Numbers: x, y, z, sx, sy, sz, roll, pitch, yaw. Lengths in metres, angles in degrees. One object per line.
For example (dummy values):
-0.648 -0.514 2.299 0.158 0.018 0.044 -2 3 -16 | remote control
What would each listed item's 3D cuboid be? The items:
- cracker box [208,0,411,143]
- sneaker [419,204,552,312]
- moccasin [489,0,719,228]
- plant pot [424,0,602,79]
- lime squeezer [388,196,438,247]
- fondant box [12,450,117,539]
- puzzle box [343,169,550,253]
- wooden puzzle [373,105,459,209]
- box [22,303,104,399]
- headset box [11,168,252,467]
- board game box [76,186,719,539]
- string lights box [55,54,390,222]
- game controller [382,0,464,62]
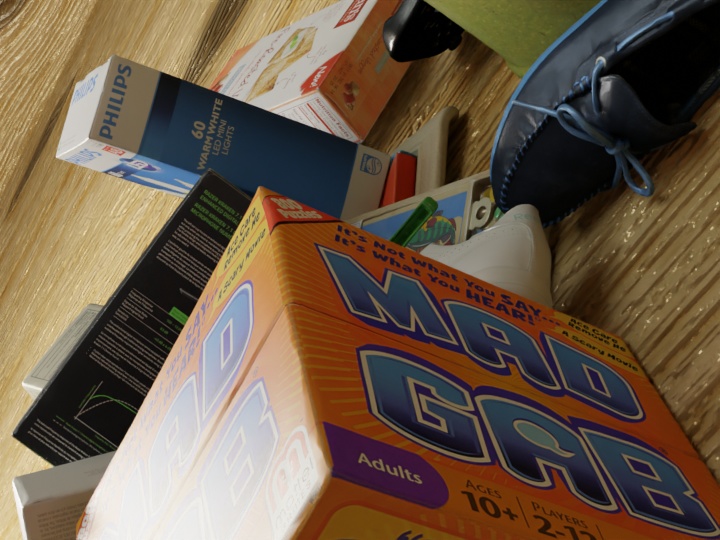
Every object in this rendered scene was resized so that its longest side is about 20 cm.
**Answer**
-0.053 -0.141 1.018 0.200 0.058 0.134 -13 37 45 | cracker box
0.027 0.031 0.699 0.200 0.075 0.089 -29 37 37 | sneaker
0.130 -0.091 0.627 0.200 0.080 0.068 -55 30 32 | moccasin
0.083 -0.208 0.703 0.200 0.184 0.201 -49 29 39 | plant pot
-0.016 0.021 0.760 0.200 0.071 0.038 -47 72 23 | lime squeezer
-0.093 0.192 0.690 0.058 0.144 0.201 -167 66 -68 | fondant box
0.032 0.019 0.773 0.200 0.025 0.134 -17 58 51 | puzzle box
0.000 0.000 0.903 0.185 0.037 0.201 -36 38 54 | wooden puzzle
-0.154 0.092 0.986 0.200 0.078 0.095 9 51 42 | box
-0.109 0.041 0.800 0.200 0.093 0.174 -55 4 -8 | headset box
0.012 0.125 0.537 0.200 0.199 0.200 -59 24 21 | board game box
-0.093 -0.078 0.874 0.103 0.199 0.059 -5 69 66 | string lights box
0.084 -0.223 0.857 0.200 0.042 0.104 -57 -7 29 | game controller
